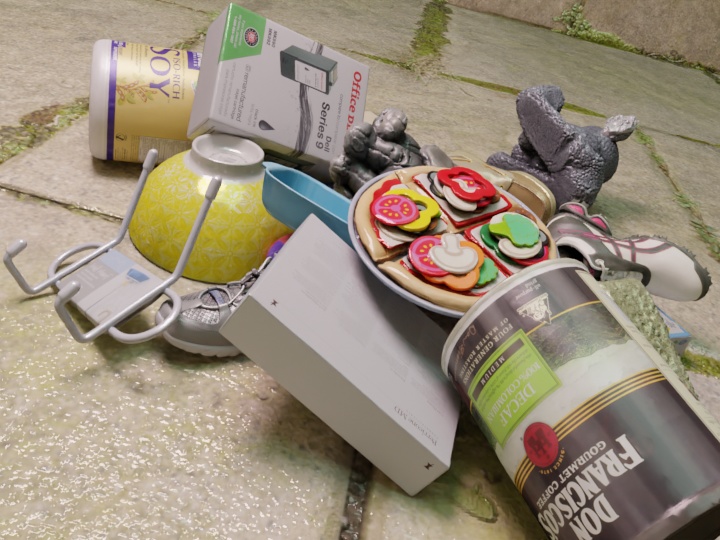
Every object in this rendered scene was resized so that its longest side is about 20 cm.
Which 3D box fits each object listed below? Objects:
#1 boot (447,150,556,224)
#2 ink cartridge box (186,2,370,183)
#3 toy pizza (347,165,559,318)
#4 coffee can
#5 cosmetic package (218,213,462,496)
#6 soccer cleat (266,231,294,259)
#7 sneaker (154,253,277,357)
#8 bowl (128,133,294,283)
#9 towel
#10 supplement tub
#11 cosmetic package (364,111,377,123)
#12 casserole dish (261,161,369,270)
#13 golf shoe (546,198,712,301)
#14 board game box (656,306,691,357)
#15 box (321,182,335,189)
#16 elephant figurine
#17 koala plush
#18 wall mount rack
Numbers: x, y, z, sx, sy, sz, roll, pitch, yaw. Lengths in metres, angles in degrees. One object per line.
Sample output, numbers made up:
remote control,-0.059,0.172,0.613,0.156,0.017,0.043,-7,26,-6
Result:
boot,0.156,-0.106,0.997,0.199,0.074,0.154,33,34,32
ink cartridge box,-0.094,-0.206,0.869,0.197,0.149,0.084,15,-14,-31
toy pizza,0.086,-0.037,0.636,0.196,0.032,0.202,8,42,-8
coffee can,0.169,0.113,0.528,0.144,0.148,0.201,-6,47,-31
cosmetic package,-0.002,0.062,0.594,0.199,0.052,0.151,42,28,-7
soccer cleat,0.000,0.000,0.759,0.196,0.068,0.077,8,19,-19
sneaker,-0.097,0.019,0.669,0.197,0.083,0.075,-12,39,-38
bowl,-0.153,-0.085,0.794,0.196,0.109,0.201,11,31,-6
towel,0.238,0.097,0.654,0.145,0.037,0.203,-3,60,-20
supplement tub,-0.242,-0.209,0.921,0.196,0.148,0.146,2,32,-19
cosmetic package,-0.041,-0.174,1.026,0.197,0.074,0.103,-11,39,-38
casserole dish,-0.017,-0.042,0.700,0.198,0.039,0.121,32,13,6
golf shoe,0.306,-0.004,0.846,0.198,0.078,0.088,27,52,25
board game box,0.273,0.035,0.854,0.132,0.035,0.201,-1,34,-25
box,0.011,-0.066,0.893,0.197,0.033,0.122,-6,43,-36
elephant figurine,0.067,-0.077,0.802,0.199,0.143,0.154,37,52,28
koala plush,0.328,-0.168,1.098,0.198,0.179,0.184,-13,51,-39
wall mount rack,-0.212,-0.024,0.640,0.198,0.076,0.173,25,53,40
